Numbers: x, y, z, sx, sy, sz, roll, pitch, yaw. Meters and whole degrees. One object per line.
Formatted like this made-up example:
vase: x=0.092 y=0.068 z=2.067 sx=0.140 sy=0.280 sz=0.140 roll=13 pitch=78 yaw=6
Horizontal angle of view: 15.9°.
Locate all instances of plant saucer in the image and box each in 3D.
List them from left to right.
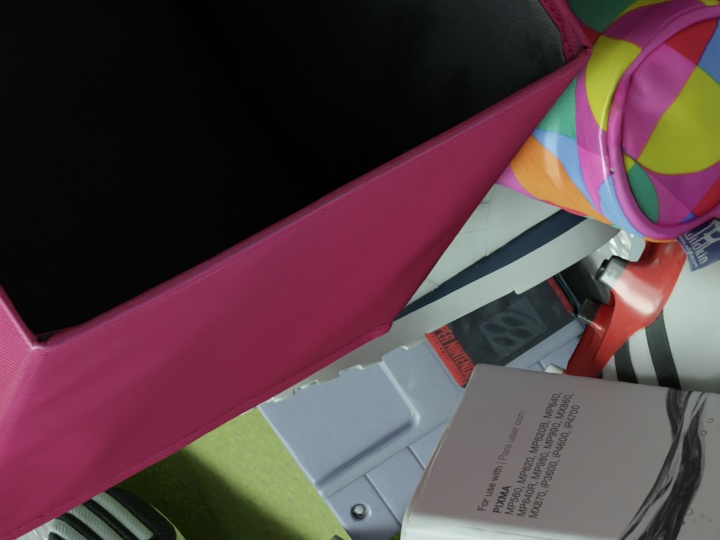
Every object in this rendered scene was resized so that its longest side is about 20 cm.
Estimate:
plant saucer: x=-0.029 y=0.128 z=1.235 sx=0.199 sy=0.048 sz=0.200 roll=2 pitch=126 yaw=47

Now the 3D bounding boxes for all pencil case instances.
pencil case: x=0.050 y=-0.069 z=0.854 sx=0.200 sy=0.088 sz=0.089 roll=25 pitch=142 yaw=45

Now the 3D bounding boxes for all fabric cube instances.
fabric cube: x=-0.086 y=-0.059 z=0.791 sx=0.201 sy=0.196 sz=0.199 roll=55 pitch=154 yaw=11

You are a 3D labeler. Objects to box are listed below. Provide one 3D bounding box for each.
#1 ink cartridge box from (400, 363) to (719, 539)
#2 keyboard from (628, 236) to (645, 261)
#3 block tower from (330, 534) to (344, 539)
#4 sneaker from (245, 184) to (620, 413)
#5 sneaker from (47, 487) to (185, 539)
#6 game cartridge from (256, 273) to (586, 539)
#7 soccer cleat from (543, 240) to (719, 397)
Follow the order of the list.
ink cartridge box: x=0.126 y=0.121 z=0.895 sx=0.199 sy=0.084 sz=0.145 roll=6 pitch=132 yaw=19
keyboard: x=0.127 y=-0.030 z=0.929 sx=0.056 sy=0.011 sz=0.201 roll=38 pitch=146 yaw=25
block tower: x=0.004 y=0.170 z=1.096 sx=0.054 sy=0.058 sz=0.200 roll=31 pitch=163 yaw=15
sneaker: x=0.002 y=-0.010 z=0.955 sx=0.081 sy=0.199 sz=0.076 roll=62 pitch=180 yaw=-6
sneaker: x=-0.074 y=0.200 z=1.261 sx=0.200 sy=0.075 sz=0.116 roll=44 pitch=153 yaw=22
game cartridge: x=0.000 y=0.000 z=1.004 sx=0.200 sy=0.129 sz=0.038 roll=55 pitch=-171 yaw=-20
soccer cleat: x=0.106 y=0.054 z=0.947 sx=0.085 sy=0.069 sz=0.200 roll=28 pitch=139 yaw=5
